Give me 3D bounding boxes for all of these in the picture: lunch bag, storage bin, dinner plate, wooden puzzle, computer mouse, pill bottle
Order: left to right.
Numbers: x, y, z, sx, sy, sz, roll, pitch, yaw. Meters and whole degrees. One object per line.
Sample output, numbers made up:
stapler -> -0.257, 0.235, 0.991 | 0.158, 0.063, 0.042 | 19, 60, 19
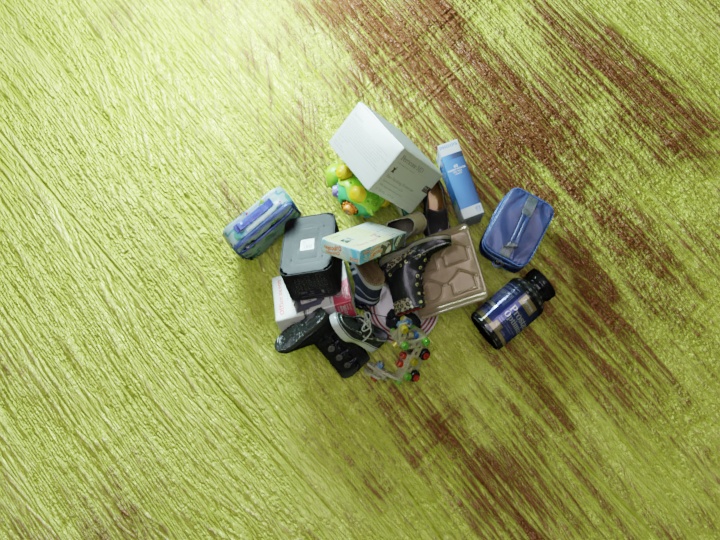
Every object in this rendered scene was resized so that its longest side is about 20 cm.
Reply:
lunch bag -> -0.252, -0.119, 1.617 | 0.199, 0.161, 0.083 | -40, 79, -3
storage bin -> -0.119, -0.037, 1.557 | 0.132, 0.095, 0.203 | -8, 45, 9
computer mouse -> 0.059, 0.113, 1.592 | 0.196, 0.034, 0.060 | 14, 82, 8
dinner plate -> 0.107, 0.089, 1.620 | 0.195, 0.024, 0.205 | -1, 80, 4
wooden puzzle -> 0.211, 0.004, 1.579 | 0.182, 0.046, 0.204 | -19, 74, 16
lunch bag -> 0.383, -0.095, 1.571 | 0.134, 0.132, 0.203 | 27, 83, 9
pill bottle -> 0.379, 0.091, 1.551 | 0.199, 0.112, 0.112 | -40, 79, -2

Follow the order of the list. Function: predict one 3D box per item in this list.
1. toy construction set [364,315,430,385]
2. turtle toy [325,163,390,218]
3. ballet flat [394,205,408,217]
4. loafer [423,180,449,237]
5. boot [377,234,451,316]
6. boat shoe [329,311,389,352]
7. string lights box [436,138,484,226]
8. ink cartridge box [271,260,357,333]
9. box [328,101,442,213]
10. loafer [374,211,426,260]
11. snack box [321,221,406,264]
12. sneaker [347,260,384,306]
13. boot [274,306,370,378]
toy construction set -> 0.098, 0.210, 1.542 | 0.202, 0.129, 0.093 | -57, 40, 27
turtle toy -> -0.020, -0.211, 1.634 | 0.101, 0.144, 0.202 | -48, 59, 26
ballet flat -> 0.100, -0.236, 1.662 | 0.068, 0.070, 0.205 | 4, 79, 6
loafer -> 0.194, -0.144, 1.626 | 0.071, 0.072, 0.205 | -10, 81, 2
boot -> 0.148, 0.011, 1.537 | 0.200, 0.073, 0.157 | -22, 73, 23
boat shoe -> 0.003, 0.141, 1.520 | 0.067, 0.199, 0.075 | -33, 47, 19
string lights box -> 0.254, -0.221, 1.619 | 0.058, 0.103, 0.204 | -18, 80, 2
ink cartridge box -> -0.118, 0.072, 1.584 | 0.196, 0.085, 0.147 | -16, 49, 3
box -> 0.063, -0.273, 1.534 | 0.131, 0.197, 0.201 | -48, 56, 16
loafer -> 0.075, -0.091, 1.610 | 0.198, 0.068, 0.077 | -32, 78, 20
snack box -> 0.011, -0.068, 1.497 | 0.114, 0.199, 0.038 | 18, 115, 32
sneaker -> 0.000, 0.000, 1.597 | 0.069, 0.110, 0.202 | -14, 50, -18
boot -> -0.092, 0.200, 1.554 | 0.163, 0.200, 0.066 | -32, 38, 16
